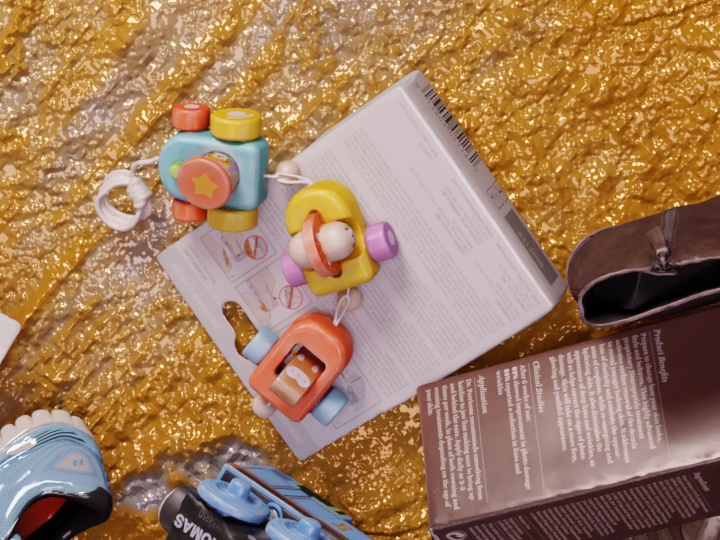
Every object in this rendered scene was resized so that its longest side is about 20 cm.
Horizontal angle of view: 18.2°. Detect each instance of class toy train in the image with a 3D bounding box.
[{"bbox_3d":[-0.027,0.183,1.314,0.200,0.114,0.087,30,101,30],"label":"toy train"},{"bbox_3d":[-0.066,-0.001,1.321,0.200,0.056,0.150,44,114,-2],"label":"toy train"}]

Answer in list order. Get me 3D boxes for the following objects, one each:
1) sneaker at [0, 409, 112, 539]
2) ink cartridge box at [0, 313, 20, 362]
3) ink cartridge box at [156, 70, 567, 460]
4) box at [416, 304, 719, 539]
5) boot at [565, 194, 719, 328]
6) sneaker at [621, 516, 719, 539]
[{"bbox_3d":[-0.234,0.166,1.337,0.200,0.090,0.078,-36,137,-7],"label":"sneaker"},{"bbox_3d":[-0.320,0.079,1.386,0.162,0.050,0.201,29,95,-1],"label":"ink cartridge box"},{"bbox_3d":[0.000,0.000,1.359,0.200,0.047,0.160,-33,96,25],"label":"ink cartridge box"},{"bbox_3d":[0.138,0.098,1.304,0.199,0.075,0.101,-16,55,18],"label":"box"},{"bbox_3d":[0.215,-0.007,1.270,0.199,0.166,0.073,-14,98,6],"label":"boot"},{"bbox_3d":[0.170,0.160,1.348,0.075,0.070,0.201,22,97,4],"label":"sneaker"}]
